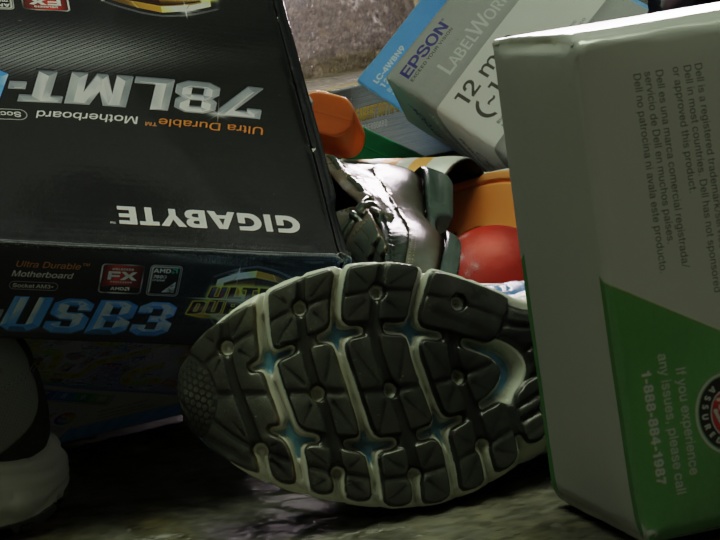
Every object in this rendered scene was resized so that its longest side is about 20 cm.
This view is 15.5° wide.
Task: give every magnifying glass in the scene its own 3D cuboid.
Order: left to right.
[{"bbox_3d":[-0.009,-0.061,1.234,0.079,0.023,0.200,15,-2,5],"label":"magnifying glass"}]

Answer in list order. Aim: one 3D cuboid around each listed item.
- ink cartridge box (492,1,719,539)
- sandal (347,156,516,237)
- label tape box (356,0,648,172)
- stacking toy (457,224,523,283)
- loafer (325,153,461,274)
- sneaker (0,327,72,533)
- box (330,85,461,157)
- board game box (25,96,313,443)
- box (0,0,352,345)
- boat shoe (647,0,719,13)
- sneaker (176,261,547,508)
[{"bbox_3d":[0.152,-0.014,0.790,0.199,0.146,0.087,-11,7,-13],"label":"ink cartridge box"},{"bbox_3d":[-0.012,-0.010,1.183,0.206,0.079,0.059,-12,-38,29],"label":"sandal"},{"bbox_3d":[0.089,-0.118,1.253,0.200,0.143,0.066,36,-4,39],"label":"label tape box"},{"bbox_3d":[0.127,-0.007,1.094,0.199,0.086,0.085,-15,8,-3],"label":"stacking toy"},{"bbox_3d":[0.000,0.000,1.042,0.063,0.072,0.200,21,16,-5],"label":"loafer"},{"bbox_3d":[-0.201,0.059,0.886,0.199,0.080,0.074,-11,9,-10],"label":"sneaker"},{"bbox_3d":[0.104,-0.076,1.431,0.199,0.049,0.158,3,-5,-27],"label":"box"},{"bbox_3d":[-0.117,0.002,1.012,0.199,0.135,0.034,-12,35,-30],"label":"board game box"},{"bbox_3d":[-0.117,-0.054,0.933,0.199,0.050,0.199,2,37,-14],"label":"box"},{"bbox_3d":[0.201,-0.092,1.145,0.199,0.093,0.075,-16,51,-24],"label":"boat shoe"},{"bbox_3d":[0.031,0.040,0.881,0.199,0.079,0.090,-4,-9,-24],"label":"sneaker"}]
